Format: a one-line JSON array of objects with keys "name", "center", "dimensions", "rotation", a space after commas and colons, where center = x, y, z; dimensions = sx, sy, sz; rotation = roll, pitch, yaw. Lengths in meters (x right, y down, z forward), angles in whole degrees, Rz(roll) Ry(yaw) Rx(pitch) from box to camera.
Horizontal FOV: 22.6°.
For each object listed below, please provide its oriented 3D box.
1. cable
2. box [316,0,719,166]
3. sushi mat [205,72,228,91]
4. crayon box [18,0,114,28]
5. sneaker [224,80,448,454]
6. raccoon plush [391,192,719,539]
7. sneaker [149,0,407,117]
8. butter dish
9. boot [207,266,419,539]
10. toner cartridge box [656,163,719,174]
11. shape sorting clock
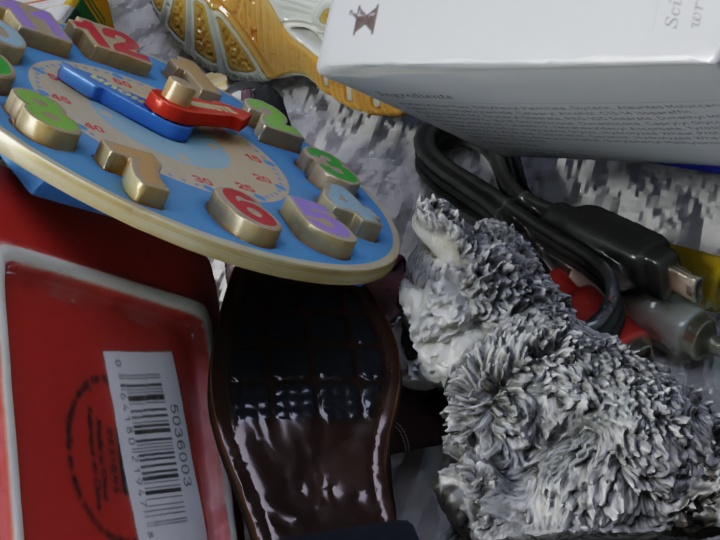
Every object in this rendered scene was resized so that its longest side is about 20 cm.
[{"name": "cable", "center": [0.078, -0.006, 0.781], "dimensions": [0.097, 0.051, 0.199], "rotation": [-32, 39, -25]}, {"name": "box", "center": [0.109, -0.153, 0.705], "dimensions": [0.199, 0.130, 0.201], "rotation": [6, 82, 45]}, {"name": "sushi mat", "center": [-0.159, -0.065, 0.862], "dimensions": [0.198, 0.012, 0.096], "rotation": [-14, 10, -5]}, {"name": "crayon box", "center": [-0.187, -0.103, 0.875], "dimensions": [0.124, 0.052, 0.200], "rotation": [-12, 19, 2]}, {"name": "sneaker", "center": [0.000, 0.000, 0.772], "dimensions": [0.114, 0.076, 0.202], "rotation": [-7, 56, -1]}, {"name": "raccoon plush", "center": [0.100, 0.033, 0.661], "dimensions": [0.198, 0.097, 0.136], "rotation": [-6, 74, 10]}, {"name": "sneaker", "center": [-0.021, -0.135, 0.907], "dimensions": [0.199, 0.076, 0.087], "rotation": [26, 42, 28]}, {"name": "butter dish", "center": [-0.138, 0.079, 0.630], "dimensions": [0.147, 0.199, 0.202], "rotation": [-17, 72, 26]}, {"name": "boot", "center": [-0.021, 0.085, 0.660], "dimensions": [0.074, 0.097, 0.201], "rotation": [0, 48, -11]}, {"name": "toner cartridge box", "center": [0.156, -0.136, 0.877], "dimensions": [0.094, 0.043, 0.201], "rotation": [11, 50, 18]}, {"name": "shape sorting clock", "center": [-0.074, -0.052, 0.669], "dimensions": [0.198, 0.040, 0.200], "rotation": [23, 13, -6]}]
